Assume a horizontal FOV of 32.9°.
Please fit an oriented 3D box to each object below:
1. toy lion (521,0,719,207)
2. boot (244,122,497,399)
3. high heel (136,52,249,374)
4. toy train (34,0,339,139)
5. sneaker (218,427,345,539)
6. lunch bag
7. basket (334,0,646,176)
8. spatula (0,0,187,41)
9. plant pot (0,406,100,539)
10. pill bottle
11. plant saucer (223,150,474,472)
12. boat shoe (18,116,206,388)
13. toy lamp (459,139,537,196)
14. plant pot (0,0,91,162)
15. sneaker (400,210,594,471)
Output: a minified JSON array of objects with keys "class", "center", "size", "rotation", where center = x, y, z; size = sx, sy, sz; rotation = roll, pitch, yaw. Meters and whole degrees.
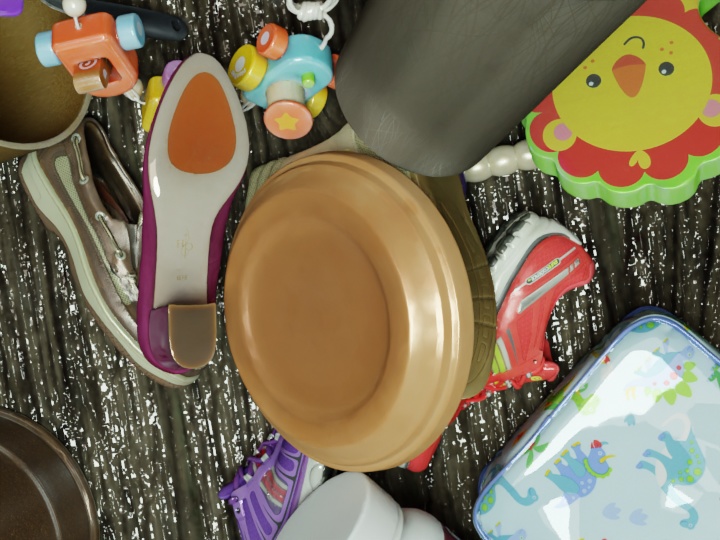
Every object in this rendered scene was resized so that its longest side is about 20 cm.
[{"class":"toy lion","center":[0.193,-0.138,0.764],"size":[0.198,0.069,0.194],"rotation":[-14,68,11]},{"class":"boot","center":[0.000,0.000,0.802],"size":[0.155,0.072,0.202],"rotation":[-22,78,36]},{"class":"high heel","center":[-0.118,-0.035,0.788],"size":[0.067,0.096,0.202],"rotation":[8,85,-21]},{"class":"toy train","center":[-0.104,-0.127,0.806],"size":[0.198,0.151,0.056],"rotation":[-8,63,5]},{"class":"sneaker","center":[-0.055,0.142,0.851],"size":[0.083,0.081,0.202],"rotation":[15,96,13]},{"class":"lunch bag","center":[0.184,0.140,0.809],"size":[0.160,0.082,0.200],"rotation":[40,98,5]},{"class":"basket","center":[0.074,-0.153,0.685],"size":[0.136,0.200,0.181],"rotation":[41,54,0]},{"class":"spatula","center":[-0.195,-0.179,0.808],"size":[0.020,0.199,0.057],"rotation":[-23,71,39]},{"class":"plant pot","center":[-0.308,0.207,0.832],"size":[0.198,0.198,0.203],"rotation":[1,94,10]},{"class":"pill bottle","center":[0.040,0.228,0.791],"size":[0.114,0.114,0.200],"rotation":[-44,108,9]},{"class":"plant saucer","center":[-0.019,0.028,0.754],"size":[0.199,0.037,0.202],"rotation":[8,102,41]},{"class":"boat shoe","center":[-0.161,-0.016,0.852],"size":[0.075,0.075,0.203],"rotation":[-36,88,22]},{"class":"toy lamp","center":[0.144,-0.085,0.815],"size":[0.198,0.058,0.059],"rotation":[-15,91,9]},{"class":"plant pot","center":[-0.319,-0.137,0.833],"size":[0.199,0.186,0.188],"rotation":[-20,90,29]},{"class":"sneaker","center":[0.090,0.060,0.826],"size":[0.084,0.077,0.201],"rotation":[31,100,-3]}]
